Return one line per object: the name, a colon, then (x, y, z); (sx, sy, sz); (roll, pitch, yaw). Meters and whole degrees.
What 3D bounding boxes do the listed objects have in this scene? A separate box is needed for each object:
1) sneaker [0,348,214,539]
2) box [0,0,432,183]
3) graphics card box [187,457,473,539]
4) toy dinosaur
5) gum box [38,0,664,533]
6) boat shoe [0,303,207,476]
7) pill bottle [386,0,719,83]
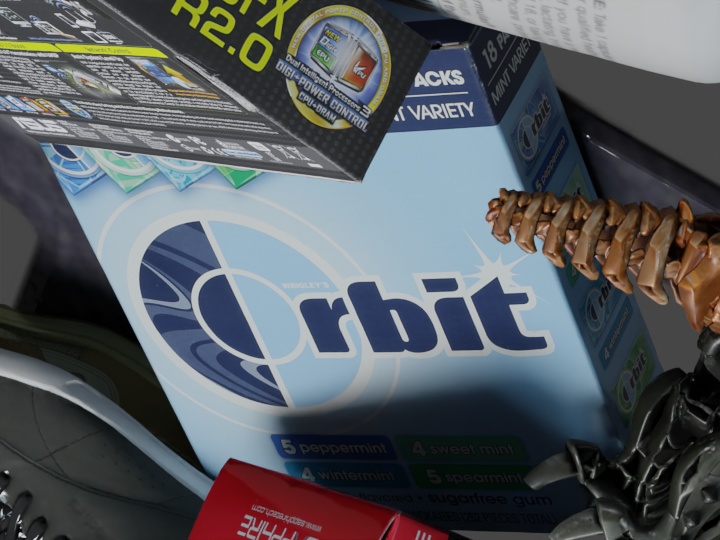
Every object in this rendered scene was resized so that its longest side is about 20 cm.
sneaker: (-0.103, 0.101, 1.000); (0.199, 0.099, 0.071); (32, 128, -4)
box: (-0.096, -0.087, 0.795); (0.160, 0.044, 0.200); (35, 167, -29)
graphics card box: (0.052, 0.124, 0.957); (0.199, 0.051, 0.125); (27, 172, -26)
toy dinosaur: (0.124, 0.039, 0.883); (0.200, 0.102, 0.136); (38, 101, 8)
gum box: (0.000, 0.000, 0.957); (0.169, 0.045, 0.201); (-2, 130, 31)
boat shoe: (-0.135, 0.048, 1.066); (0.200, 0.063, 0.073); (29, 138, 2)
pill bottle: (0.073, -0.111, 0.756); (0.199, 0.115, 0.115); (16, 136, 16)
